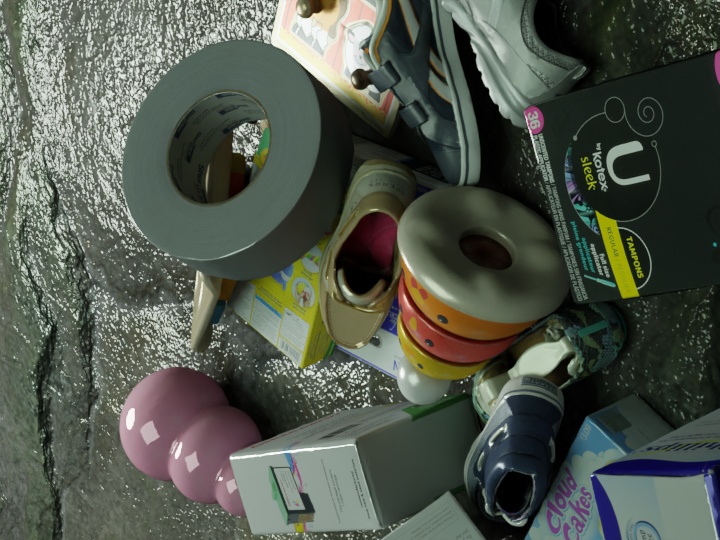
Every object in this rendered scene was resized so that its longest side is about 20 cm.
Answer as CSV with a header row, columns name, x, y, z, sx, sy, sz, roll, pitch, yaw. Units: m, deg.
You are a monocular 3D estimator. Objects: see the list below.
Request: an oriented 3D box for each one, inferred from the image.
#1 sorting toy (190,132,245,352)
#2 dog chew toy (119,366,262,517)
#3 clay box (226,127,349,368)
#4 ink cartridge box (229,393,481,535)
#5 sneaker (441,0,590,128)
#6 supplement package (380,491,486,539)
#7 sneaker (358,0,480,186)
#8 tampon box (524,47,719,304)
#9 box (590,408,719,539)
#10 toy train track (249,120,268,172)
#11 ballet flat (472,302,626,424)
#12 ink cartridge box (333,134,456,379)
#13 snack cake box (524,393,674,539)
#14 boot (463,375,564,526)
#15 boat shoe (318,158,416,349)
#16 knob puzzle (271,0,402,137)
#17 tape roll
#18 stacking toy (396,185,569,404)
name,x,y,z,sx,sy,sz,roll,pitch,yaw
sorting toy,-0.136,-0.035,1.470,0.200,0.036,0.186,111,163,-67
dog chew toy,-0.162,0.189,1.620,0.199,0.124,0.125,33,127,27
clay box,-0.057,-0.024,1.402,0.115,0.047,0.201,37,129,30
ink cartridge box,-0.003,0.180,1.403,0.199,0.144,0.085,-14,92,50
sneaker,0.115,-0.215,1.200,0.082,0.075,0.201,-33,80,29
supplement package,0.084,0.310,1.295,0.200,0.117,0.117,54,166,15
sneaker,0.044,-0.162,1.263,0.078,0.079,0.201,173,84,-82
tampon box,0.239,-0.072,1.045,0.199,0.126,0.151,-13,94,50
box,0.273,0.194,1.044,0.105,0.199,0.185,-9,97,49
toy train track,-0.094,-0.086,1.476,0.115,0.032,0.201,-123,32,-51
ballet flat,0.136,0.083,1.268,0.075,0.074,0.200,60,139,14
ink cartridge box,0.015,-0.013,1.393,0.198,0.043,0.201,25,121,43
snack cake box,0.205,0.214,1.236,0.115,0.067,0.201,44,133,29
boot,0.119,0.177,1.263,0.072,0.091,0.201,13,142,6
boat shoe,0.000,0.000,1.301,0.073,0.069,0.201,12,131,0
knob puzzle,-0.010,-0.244,1.349,0.219,0.030,0.221,20,118,44
tape roll,-0.107,-0.095,1.325,0.199,0.066,0.202,-9,70,25
stacking toy,0.078,0.044,1.268,0.146,0.146,0.201,47,138,27
